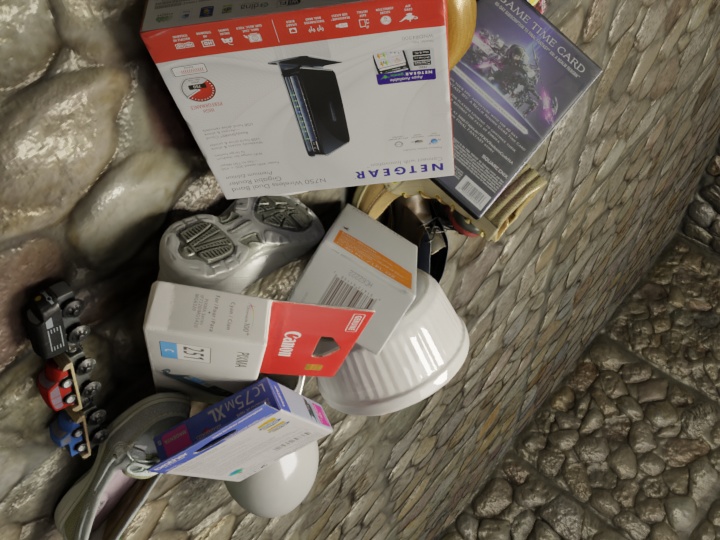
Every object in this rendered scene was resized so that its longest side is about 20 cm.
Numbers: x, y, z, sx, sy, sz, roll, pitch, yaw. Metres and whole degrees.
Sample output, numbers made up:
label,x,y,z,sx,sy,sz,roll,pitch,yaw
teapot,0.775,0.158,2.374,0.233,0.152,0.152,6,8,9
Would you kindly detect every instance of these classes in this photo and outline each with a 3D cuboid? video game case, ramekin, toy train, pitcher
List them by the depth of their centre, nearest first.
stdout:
label,x,y,z,sx,sy,sz,roll,pitch,yaw
toy train,-0.245,0.093,0.574,0.046,0.034,0.201,-29,143,-36
video game case,0.126,-0.172,0.683,0.200,0.143,0.019,-50,-177,-7
ramekin,0.024,0.075,0.839,0.202,0.202,0.095,-39,118,-30
pitcher,-0.102,0.189,0.852,0.172,0.121,0.201,-48,145,-51

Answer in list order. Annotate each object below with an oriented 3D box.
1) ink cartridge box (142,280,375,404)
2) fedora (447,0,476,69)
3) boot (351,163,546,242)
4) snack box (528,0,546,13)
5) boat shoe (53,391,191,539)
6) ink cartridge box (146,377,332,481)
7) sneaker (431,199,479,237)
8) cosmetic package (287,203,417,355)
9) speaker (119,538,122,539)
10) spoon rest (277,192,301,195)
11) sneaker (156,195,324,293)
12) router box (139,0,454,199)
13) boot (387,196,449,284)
label,x,y,z,sx,sy,sz,roll,pitch,yaw
ink cartridge box,-0.094,0.077,0.610,0.200,0.175,0.045,116,-20,-63
fedora,-0.012,-0.209,0.523,0.201,0.200,0.082,74,14,-57
boot,0.091,-0.084,0.762,0.200,0.156,0.073,-46,173,34
snack box,0.129,-0.284,0.756,0.200,0.053,0.142,-49,151,-12
boat shoe,-0.223,0.200,0.661,0.202,0.065,0.074,-50,145,13
ink cartridge box,-0.109,0.155,0.653,0.119,0.042,0.200,-29,159,3
sneaker,0.138,-0.082,0.919,0.098,0.071,0.201,-57,-171,27
cosmetic package,0.000,0.000,0.709,0.071,0.101,0.200,-58,-176,15
speaker,-0.315,0.391,0.737,0.200,0.088,0.088,-55,154,-2
spoon rest,-0.023,-0.126,0.672,0.200,0.061,0.100,-37,148,-32
sneaker,-0.117,-0.014,0.645,0.200,0.078,0.099,-23,156,-49
router box,-0.032,-0.135,0.514,0.180,0.199,0.049,72,14,-57
boot,0.083,-0.070,0.872,0.075,0.097,0.201,-28,143,-44
